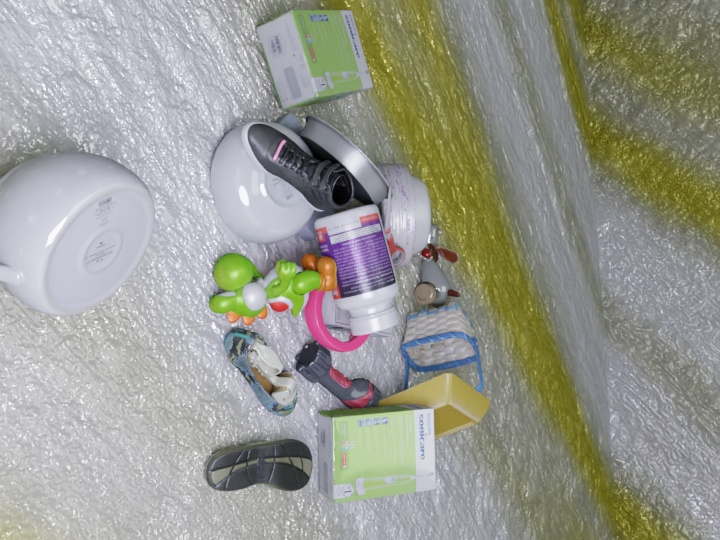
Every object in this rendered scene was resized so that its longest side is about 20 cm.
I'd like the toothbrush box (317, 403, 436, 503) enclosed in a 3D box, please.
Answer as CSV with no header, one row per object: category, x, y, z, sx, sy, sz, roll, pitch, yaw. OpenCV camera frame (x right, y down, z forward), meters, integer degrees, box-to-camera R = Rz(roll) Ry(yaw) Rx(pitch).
toothbrush box,0.029,0.323,1.214,0.199,0.086,0.147,-1,86,-22

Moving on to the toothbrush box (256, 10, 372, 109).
toothbrush box,-0.077,-0.381,1.218,0.200,0.086,0.146,-32,108,-53

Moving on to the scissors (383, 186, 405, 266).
scissors,0.041,-0.056,1.164,0.073,0.014,0.200,-36,146,-16

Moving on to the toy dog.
toy dog,0.182,-0.005,1.554,0.132,0.096,0.201,-28,108,-54

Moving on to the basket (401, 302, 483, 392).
basket,0.175,0.181,1.450,0.139,0.175,0.201,52,35,-43

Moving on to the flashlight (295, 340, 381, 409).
flashlight,-0.037,0.196,1.235,0.200,0.068,0.068,49,21,-39

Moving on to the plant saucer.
plant saucer,0.142,0.290,1.361,0.200,0.199,0.049,38,32,-46

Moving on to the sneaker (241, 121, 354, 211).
sneaker,-0.085,-0.160,1.025,0.200,0.099,0.071,40,69,-35

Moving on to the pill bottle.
pill bottle,0.000,0.000,1.123,0.111,0.111,0.201,-19,94,-55

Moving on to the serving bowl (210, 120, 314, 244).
serving bowl,-0.138,-0.141,1.089,0.199,0.066,0.201,-4,96,-42

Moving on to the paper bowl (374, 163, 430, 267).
paper bowl,0.071,-0.106,1.309,0.201,0.104,0.202,177,-90,-81

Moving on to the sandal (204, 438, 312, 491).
sandal,-0.157,0.300,1.058,0.200,0.057,0.080,14,79,-39

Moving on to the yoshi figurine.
yoshi figurine,-0.144,0.006,1.055,0.199,0.112,0.113,-16,144,-29

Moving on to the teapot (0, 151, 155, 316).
teapot,-0.343,-0.054,0.757,0.198,0.146,0.200,-58,166,-8

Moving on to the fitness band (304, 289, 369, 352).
fitness band,-0.027,0.046,1.191,0.144,0.037,0.201,42,54,-31

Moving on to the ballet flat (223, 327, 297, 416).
ballet flat,-0.142,0.169,1.081,0.200,0.074,0.074,55,44,-36

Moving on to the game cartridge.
game cartridge,-0.112,-0.159,1.201,0.201,0.041,0.133,61,37,-31

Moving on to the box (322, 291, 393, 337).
box,-0.012,0.061,1.293,0.200,0.060,0.117,17,72,-53

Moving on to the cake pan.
cake pan,-0.030,-0.180,1.149,0.037,0.200,0.200,-47,132,-5
